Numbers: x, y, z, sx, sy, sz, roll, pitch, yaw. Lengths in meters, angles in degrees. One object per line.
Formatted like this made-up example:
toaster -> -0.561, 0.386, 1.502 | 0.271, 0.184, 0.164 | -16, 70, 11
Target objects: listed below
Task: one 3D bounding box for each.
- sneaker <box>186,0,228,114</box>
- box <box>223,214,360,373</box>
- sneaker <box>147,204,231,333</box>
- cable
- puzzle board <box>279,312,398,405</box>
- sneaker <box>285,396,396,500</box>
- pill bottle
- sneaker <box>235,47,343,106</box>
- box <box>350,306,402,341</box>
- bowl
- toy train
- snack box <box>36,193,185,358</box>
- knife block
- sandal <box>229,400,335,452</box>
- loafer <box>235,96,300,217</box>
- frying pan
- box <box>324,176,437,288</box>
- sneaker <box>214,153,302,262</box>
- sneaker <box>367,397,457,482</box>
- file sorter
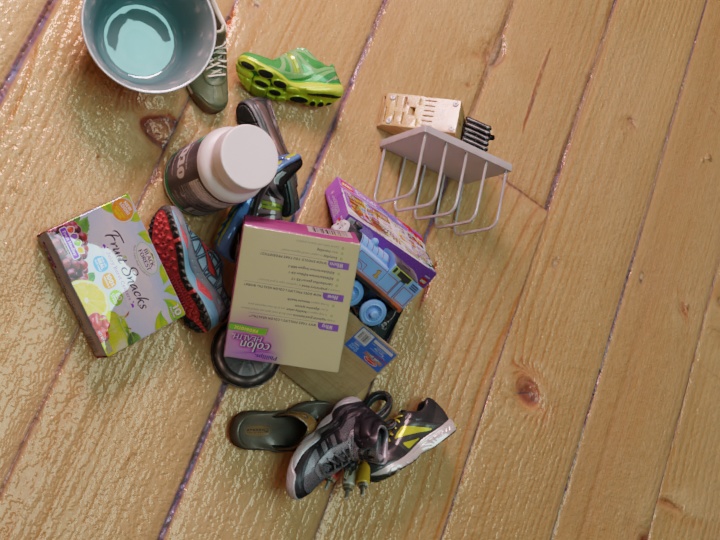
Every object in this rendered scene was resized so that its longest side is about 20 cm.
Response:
sneaker -> -0.243, -0.353, 1.673 | 0.067, 0.090, 0.202 | -17, 94, -34
box -> -0.104, 0.034, 1.597 | 0.174, 0.097, 0.202 | 8, 101, -8
sneaker -> -0.259, -0.009, 1.641 | 0.095, 0.079, 0.202 | -31, 105, -51
cable -> -0.009, 0.286, 1.776 | 0.051, 0.096, 0.201 | 81, 25, -43
puzzle board -> -0.057, 0.127, 1.730 | 0.200, 0.017, 0.151 | 40, 104, -23
sneaker -> -0.027, 0.290, 1.678 | 0.200, 0.113, 0.076 | -49, 137, -29
pill bottle -> -0.210, -0.151, 1.603 | 0.112, 0.199, 0.115 | 5, 81, -33
sneaker -> -0.122, -0.328, 1.771 | 0.198, 0.074, 0.084 | 9, 61, -34
box -> -0.011, 0.057, 1.801 | 0.159, 0.046, 0.201 | 40, 64, -23
bowl -> -0.324, -0.354, 1.598 | 0.199, 0.105, 0.203 | 2, 86, -21
toy train -> 0.000, 0.000, 1.706 | 0.200, 0.087, 0.114 | 40, 98, -26
snack box -> -0.365, 0.008, 1.568 | 0.142, 0.053, 0.202 | -30, 101, -34
knife block -> 0.142, -0.248, 1.943 | 0.198, 0.176, 0.065 | 9, 73, 14
sandal -> -0.113, 0.250, 1.702 | 0.198, 0.054, 0.083 | 4, 84, -34
loafer -> -0.136, -0.190, 1.739 | 0.063, 0.072, 0.202 | -26, 96, -39
frying pan -> -0.162, 0.093, 1.674 | 0.114, 0.031, 0.192 | 26, 84, -5
box -> 0.033, -0.064, 1.800 | 0.199, 0.137, 0.039 | 34, 110, -25
sneaker -> -0.151, -0.097, 1.665 | 0.082, 0.071, 0.201 | 36, 78, -25
sneaker -> 0.070, 0.289, 1.821 | 0.199, 0.075, 0.085 | -28, 79, -32
file sorter -> 0.141, -0.151, 1.875 | 0.199, 0.138, 0.126 | 19, 75, -30
